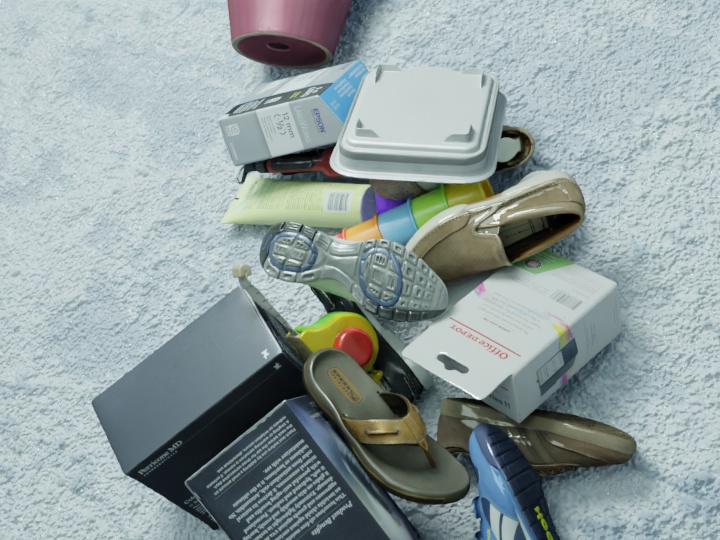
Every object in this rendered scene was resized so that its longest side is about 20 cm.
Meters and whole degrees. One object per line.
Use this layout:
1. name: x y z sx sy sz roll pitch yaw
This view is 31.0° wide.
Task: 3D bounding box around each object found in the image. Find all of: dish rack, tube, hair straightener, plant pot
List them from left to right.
1. plant pot: -0.086 -0.355 1.604 0.198 0.200 0.181 1 80 26
2. tube: -0.069 -0.079 1.523 0.198 0.058 0.052 5 101 31
3. hair straightener: -0.049 -0.122 1.528 0.198 0.077 0.041 -8 95 12
4. dish rack: 0.064 -0.163 1.363 0.170 0.044 0.201 3 36 10

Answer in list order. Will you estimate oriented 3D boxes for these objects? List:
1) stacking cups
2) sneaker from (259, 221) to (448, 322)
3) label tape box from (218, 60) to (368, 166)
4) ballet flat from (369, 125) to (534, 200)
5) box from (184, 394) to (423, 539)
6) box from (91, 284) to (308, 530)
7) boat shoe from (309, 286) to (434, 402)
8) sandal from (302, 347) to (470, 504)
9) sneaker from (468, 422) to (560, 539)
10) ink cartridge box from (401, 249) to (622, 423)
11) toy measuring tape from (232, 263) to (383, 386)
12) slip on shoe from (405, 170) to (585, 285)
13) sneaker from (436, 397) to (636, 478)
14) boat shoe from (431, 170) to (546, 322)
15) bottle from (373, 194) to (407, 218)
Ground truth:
1. stacking cups: 0.046 -0.040 1.361 0.199 0.060 0.061 -25 55 16
2. sneaker: 0.000 0.000 1.306 0.199 0.087 0.075 21 90 19
3. label tape box: -0.045 -0.191 1.508 0.198 0.067 0.143 -12 20 25
4. ballet flat: 0.103 -0.121 1.388 0.199 0.069 0.067 -19 13 -27
5. box: -0.040 0.228 1.202 0.123 0.200 0.199 -38 85 1
6. box: -0.138 0.145 1.346 0.199 0.182 0.104 -37 54 2
7. boat shoe: -0.004 0.070 1.389 0.060 0.076 0.200 -40 53 -7
8. sandal: 0.024 0.137 1.208 0.081 0.055 0.200 -21 59 -38
9. sneaker: 0.134 0.242 1.203 0.082 0.074 0.202 -26 75 27
10. ink cartridge box: 0.148 0.069 1.270 0.199 0.068 0.117 -36 44 -27
11. toy measuring tape: -0.041 0.049 1.295 0.073 0.200 0.074 -37 19 15
12. slip on shoe: 0.132 -0.030 1.296 0.199 0.076 0.061 -24 37 8
13. sneaker: 0.169 0.175 1.265 0.198 0.070 0.076 9 93 27
14. boat shoe: 0.149 -0.012 1.365 0.200 0.064 0.071 -46 52 -2
15. bottle: 0.059 -0.088 1.439 0.065 0.083 0.202 -10 57 59
